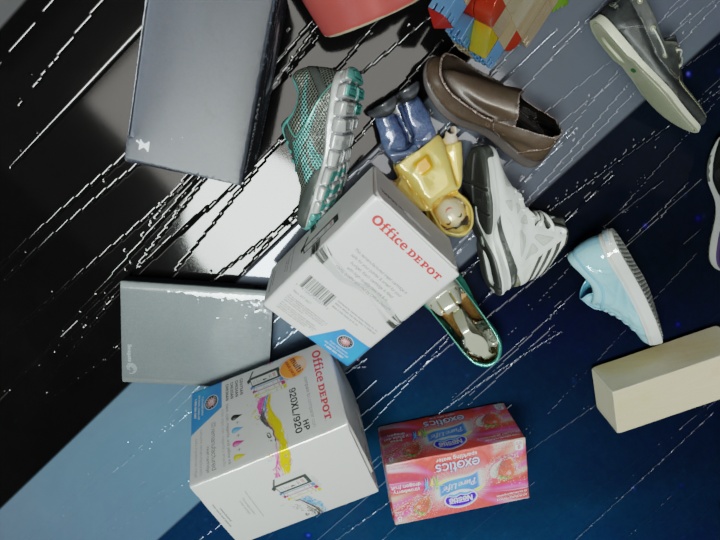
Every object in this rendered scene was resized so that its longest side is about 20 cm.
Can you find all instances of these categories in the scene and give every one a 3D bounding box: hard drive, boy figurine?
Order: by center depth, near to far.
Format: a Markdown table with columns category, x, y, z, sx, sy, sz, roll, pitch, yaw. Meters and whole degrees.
| category | x | y | z | sx | sy | sz | roll | pitch | yaw |
| --- | --- | --- | --- | --- | --- | --- | --- | --- | --- |
| boy figurine | 0.078 | -0.124 | 0.714 | 0.123 | 0.064 | 0.203 | -29 | 104 | -7 |
| hard drive | -0.217 | 0.084 | 0.762 | 0.195 | 0.033 | 0.143 | 4 | 105 | -6 |

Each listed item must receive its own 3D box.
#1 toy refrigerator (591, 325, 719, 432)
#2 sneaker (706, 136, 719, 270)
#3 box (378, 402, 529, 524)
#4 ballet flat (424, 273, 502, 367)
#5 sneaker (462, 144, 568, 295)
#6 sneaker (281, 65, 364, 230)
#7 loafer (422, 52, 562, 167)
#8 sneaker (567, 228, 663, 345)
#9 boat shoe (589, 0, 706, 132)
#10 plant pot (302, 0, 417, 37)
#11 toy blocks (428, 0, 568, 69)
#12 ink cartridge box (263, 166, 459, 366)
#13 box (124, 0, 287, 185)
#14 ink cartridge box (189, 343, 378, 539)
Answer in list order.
| category | x | y | z | sx | sy | sz | roll | pitch | yaw |
| --- | --- | --- | --- | --- | --- | --- | --- | --- | --- |
| toy refrigerator | 0.445 | 0.155 | 0.825 | 0.196 | 0.070 | 0.077 | -19 | 114 | 1 |
| sneaker | 0.521 | -0.087 | 0.752 | 0.074 | 0.088 | 0.204 | -13 | 106 | -1 |
| box | 0.130 | 0.275 | 0.815 | 0.195 | 0.095 | 0.105 | -10 | 107 | -2 |
| ballet flat | 0.130 | 0.053 | 0.765 | 0.067 | 0.071 | 0.201 | -39 | 105 | 7 |
| sneaker | 0.205 | -0.077 | 0.744 | 0.113 | 0.076 | 0.204 | -20 | 115 | -8 |
| sneaker | -0.058 | -0.153 | 0.699 | 0.090 | 0.077 | 0.204 | 20 | 109 | 15 |
| loafer | 0.165 | -0.205 | 0.686 | 0.197 | 0.071 | 0.074 | 26 | 63 | -19 |
| sneaker | 0.352 | 0.031 | 0.791 | 0.081 | 0.074 | 0.201 | -23 | 115 | 33 |
| boat shoe | 0.370 | -0.254 | 0.700 | 0.068 | 0.072 | 0.200 | -43 | 103 | 12 |
| plant pot | -0.009 | -0.358 | 0.585 | 0.197 | 0.201 | 0.180 | -24 | 117 | 2 |
| toy blocks | 0.152 | -0.296 | 0.629 | 0.100 | 0.199 | 0.138 | 40 | 104 | 27 |
| ink cartridge box | 0.000 | 0.000 | 0.697 | 0.145 | 0.085 | 0.199 | 39 | 115 | -22 |
| box | -0.152 | -0.211 | 0.598 | 0.115 | 0.200 | 0.201 | 12 | 105 | -8 |
| ink cartridge box | -0.097 | 0.218 | 0.732 | 0.196 | 0.148 | 0.146 | -21 | 127 | 0 |
